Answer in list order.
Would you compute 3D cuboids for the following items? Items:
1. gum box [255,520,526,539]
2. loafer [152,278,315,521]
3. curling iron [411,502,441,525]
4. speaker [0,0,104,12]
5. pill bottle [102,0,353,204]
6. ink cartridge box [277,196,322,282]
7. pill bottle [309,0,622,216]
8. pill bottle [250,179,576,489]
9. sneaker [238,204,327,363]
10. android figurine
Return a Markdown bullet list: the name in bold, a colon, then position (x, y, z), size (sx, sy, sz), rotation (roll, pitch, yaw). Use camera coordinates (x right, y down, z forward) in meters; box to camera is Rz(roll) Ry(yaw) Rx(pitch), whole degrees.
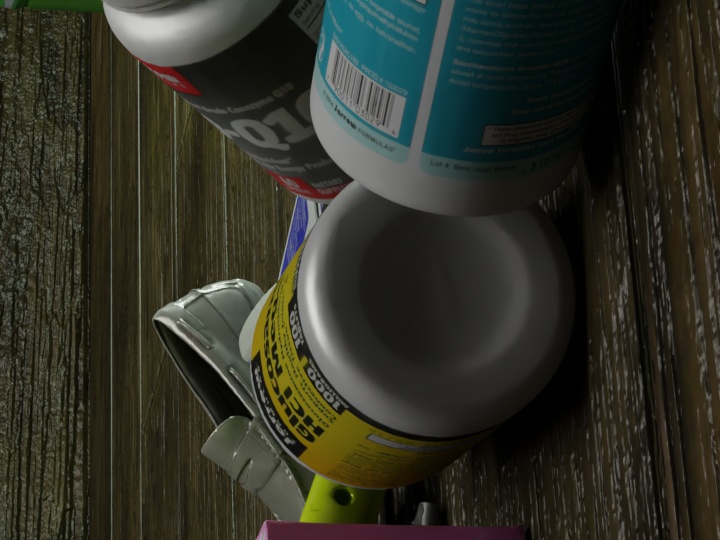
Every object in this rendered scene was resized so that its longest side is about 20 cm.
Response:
- **gum box**: position (0.013, 0.208, 0.960), size (0.066, 0.113, 0.201), rotation (113, 157, -62)
- **loafer**: position (-0.058, 0.099, 1.349), size (0.201, 0.069, 0.070), rotation (62, 153, 23)
- **curling iron**: position (0.017, 0.209, 1.115), size (0.050, 0.025, 0.202), rotation (154, 125, -66)
- **speaker**: position (-0.234, -0.272, 2.112), size (0.088, 0.198, 0.089), rotation (-178, 90, -79)
- **pill bottle**: position (-0.048, -0.124, 1.093), size (0.200, 0.113, 0.115), rotation (40, -144, -46)
- **ink cartridge box**: position (-0.023, 0.013, 1.387), size (0.201, 0.039, 0.100), rotation (103, 164, -49)
- **pill bottle**: position (0.048, -0.126, 0.865), size (0.111, 0.110, 0.201), rotation (-100, 17, -47)
- **pill bottle**: position (0.014, 0.031, 1.002), size (0.200, 0.112, 0.113), rotation (126, 145, -71)
- **sneaker**: position (0.000, 0.000, 1.239), size (0.200, 0.072, 0.072), rotation (-54, 11, 49)
- **android figurine**: position (-0.026, 0.167, 1.206), size (0.182, 0.041, 0.201), rotation (111, 180, -60)
